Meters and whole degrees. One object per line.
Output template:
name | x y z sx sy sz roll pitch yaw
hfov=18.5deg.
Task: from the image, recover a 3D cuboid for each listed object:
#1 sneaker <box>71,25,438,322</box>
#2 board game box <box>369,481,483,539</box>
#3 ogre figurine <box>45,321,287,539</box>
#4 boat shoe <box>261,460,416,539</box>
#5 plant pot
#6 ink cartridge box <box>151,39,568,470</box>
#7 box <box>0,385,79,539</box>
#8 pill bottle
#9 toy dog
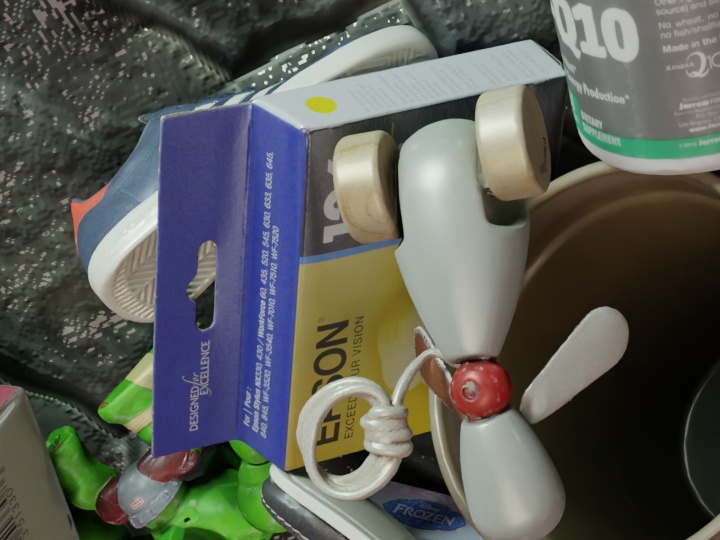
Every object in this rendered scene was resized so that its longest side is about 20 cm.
sneaker | -0.057 -0.064 1.072 0.200 0.085 0.075 -34 134 -3
board game box | 0.098 0.224 1.216 0.199 0.041 0.200 12 126 24
ogre figurine | -0.102 0.115 1.171 0.200 0.098 0.120 -41 101 13
boat shoe | 0.022 0.170 1.125 0.200 0.074 0.060 37 101 -18
plant pot | 0.161 0.065 1.064 0.200 0.200 0.173 -36 146 23
ink cartridge box | 0.000 0.000 1.065 0.200 0.047 0.198 -16 129 -27
box | -0.262 0.132 1.145 0.200 0.109 0.128 3 125 28
pill bottle | 0.133 -0.152 0.972 0.113 0.113 0.200 -10 121 10
toy dog | 0.053 0.013 0.995 0.132 0.096 0.200 11 101 19
